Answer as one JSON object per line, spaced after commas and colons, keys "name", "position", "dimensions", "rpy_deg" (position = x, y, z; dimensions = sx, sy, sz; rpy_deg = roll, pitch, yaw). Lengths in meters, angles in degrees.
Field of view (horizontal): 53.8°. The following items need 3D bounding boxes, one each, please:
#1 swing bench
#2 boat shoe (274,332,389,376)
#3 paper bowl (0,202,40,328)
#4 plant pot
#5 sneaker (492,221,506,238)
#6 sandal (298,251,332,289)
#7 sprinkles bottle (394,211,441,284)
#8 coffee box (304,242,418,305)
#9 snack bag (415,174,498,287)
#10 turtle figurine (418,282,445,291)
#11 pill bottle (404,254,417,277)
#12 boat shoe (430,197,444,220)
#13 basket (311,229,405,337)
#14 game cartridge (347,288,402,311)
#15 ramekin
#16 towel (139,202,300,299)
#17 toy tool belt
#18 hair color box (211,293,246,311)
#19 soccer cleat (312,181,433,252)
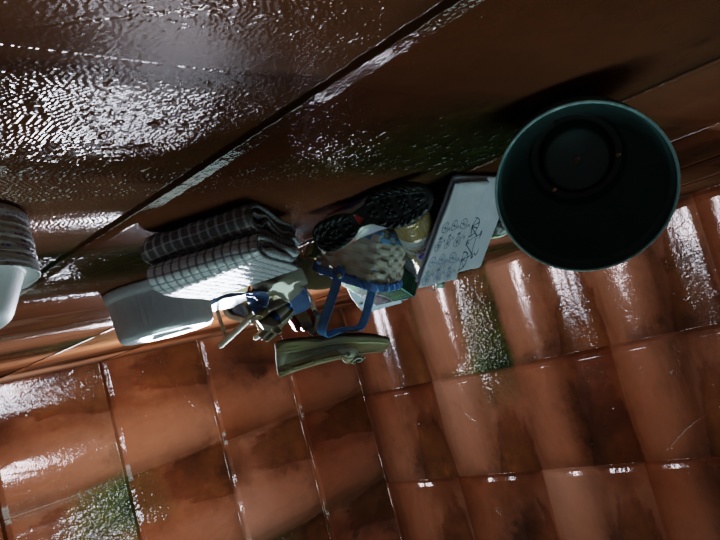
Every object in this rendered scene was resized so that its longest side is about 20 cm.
{"name": "swing bench", "position": [-0.241, 0.090, 1.753], "dimensions": [0.199, 0.131, 0.199], "rpy_deg": [-23, 172, 17]}
{"name": "boat shoe", "position": [-0.048, 0.144, 1.223], "dimensions": [0.199, 0.064, 0.073], "rpy_deg": [-5, 179, -2]}
{"name": "paper bowl", "position": [-0.400, 0.013, 0.648], "dimensions": [0.199, 0.105, 0.201], "rpy_deg": [-15, 173, -2]}
{"name": "plant pot", "position": [0.262, -0.118, 0.848], "dimensions": [0.199, 0.201, 0.134], "rpy_deg": [-17, -159, 19]}
{"name": "sneaker", "position": [0.256, -0.101, 1.492], "dimensions": [0.198, 0.074, 0.081], "rpy_deg": [-16, 172, -8]}
{"name": "sandal", "position": [-0.140, -0.024, 1.249], "dimensions": [0.210, 0.070, 0.078], "rpy_deg": [9, 137, -25]}
{"name": "sprinkles bottle", "position": [0.101, -0.050, 1.169], "dimensions": [0.068, 0.069, 0.200], "rpy_deg": [-16, 147, 13]}
{"name": "coffee box", "position": [0.000, 0.000, 1.367], "dimensions": [0.199, 0.044, 0.123], "rpy_deg": [33, 150, -30]}
{"name": "snack bag", "position": [0.178, -0.068, 1.173], "dimensions": [0.021, 0.190, 0.199], "rpy_deg": [32, -154, 33]}
{"name": "turtle figurine", "position": [0.171, -0.031, 1.704], "dimensions": [0.199, 0.150, 0.101], "rpy_deg": [-21, 161, -31]}
{"name": "pill bottle", "position": [0.134, -0.057, 1.359], "dimensions": [0.113, 0.115, 0.199], "rpy_deg": [-11, 173, -38]}
{"name": "boat shoe", "position": [0.091, -0.077, 1.264], "dimensions": [0.199, 0.071, 0.070], "rpy_deg": [-20, 174, 42]}
{"name": "basket", "position": [-0.003, 0.011, 1.200], "dimensions": [0.138, 0.202, 0.176], "rpy_deg": [16, -174, 21]}
{"name": "game cartridge", "position": [0.030, 0.015, 1.650], "dimensions": [0.132, 0.041, 0.201], "rpy_deg": [-18, 135, 1]}
{"name": "ramekin", "position": [-0.375, 0.074, 1.344], "dimensions": [0.199, 0.099, 0.200], "rpy_deg": [-16, 175, -1]}
{"name": "towel", "position": [-0.182, -0.026, 0.972], "dimensions": [0.164, 0.086, 0.200], "rpy_deg": [-18, 173, 10]}
{"name": "toy tool belt", "position": [-0.150, 0.052, 1.170], "dimensions": [0.122, 0.125, 0.201], "rpy_deg": [-33, 138, -16]}
{"name": "hair color box", "position": [-0.283, 0.042, 1.471], "dimensions": [0.098, 0.061, 0.200], "rpy_deg": [-11, 172, -34]}
{"name": "soccer cleat", "position": [0.020, -0.089, 1.064], "dimensions": [0.199, 0.069, 0.073], "rpy_deg": [-22, -164, 26]}
